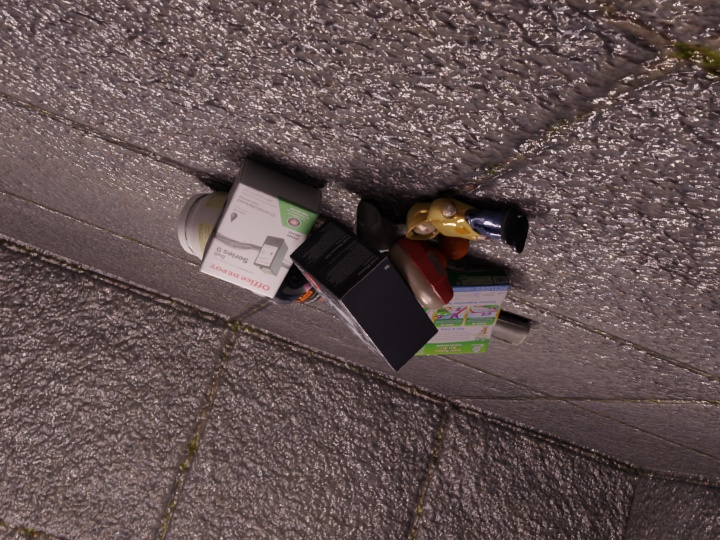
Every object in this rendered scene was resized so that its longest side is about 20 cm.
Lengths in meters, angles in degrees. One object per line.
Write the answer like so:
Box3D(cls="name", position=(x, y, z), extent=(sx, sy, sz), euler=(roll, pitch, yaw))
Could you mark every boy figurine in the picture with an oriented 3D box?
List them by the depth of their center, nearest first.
Box3D(cls="boy figurine", position=(0.149, -0.073, 1.340), extent=(0.199, 0.065, 0.124), euler=(7, 167, 34))

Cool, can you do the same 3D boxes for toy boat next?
Box3D(cls="toy boat", position=(0.125, -0.020, 1.478), extent=(0.131, 0.130, 0.200), euler=(53, -178, -3))

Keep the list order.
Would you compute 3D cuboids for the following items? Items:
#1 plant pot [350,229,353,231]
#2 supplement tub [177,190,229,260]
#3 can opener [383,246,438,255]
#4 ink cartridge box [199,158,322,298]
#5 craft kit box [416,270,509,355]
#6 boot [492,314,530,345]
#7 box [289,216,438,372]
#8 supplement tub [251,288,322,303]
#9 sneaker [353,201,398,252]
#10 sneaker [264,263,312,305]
Box3D(cls="plant pot", position=(0.000, 0.000, 1.756), extent=(0.199, 0.028, 0.201), euler=(21, 143, 17))
Box3D(cls="supplement tub", position=(-0.234, -0.074, 1.692), extent=(0.199, 0.146, 0.145), euler=(12, 166, 29))
Box3D(cls="can opener", position=(0.062, -0.015, 1.638), extent=(0.199, 0.079, 0.064), euler=(-1, 122, 10))
Box3D(cls="ink cartridge box", position=(-0.172, -0.068, 1.514), extent=(0.145, 0.084, 0.200), euler=(21, 124, -14))
Box3D(cls="craft kit box", position=(0.161, 0.083, 1.663), extent=(0.199, 0.049, 0.198), euler=(-1, 134, -12))
Box3D(cls="boot", position=(0.266, 0.118, 2.013), extent=(0.199, 0.073, 0.182), euler=(14, 171, -10))
Box3D(cls="box", position=(0.005, 0.038, 1.470), extent=(0.182, 0.104, 0.200), euler=(37, 167, 51))
Box3D(cls="supplement tub", position=(-0.145, 0.006, 1.919), extent=(0.122, 0.123, 0.199), euler=(7, 176, 41))
Box3D(cls="sneaker", position=(0.029, -0.073, 1.534), extent=(0.080, 0.071, 0.200), euler=(3, 170, -2))
Box3D(cls="sneaker", position=(-0.101, -0.003, 1.648), extent=(0.070, 0.200, 0.082), euler=(45, 131, 11))
